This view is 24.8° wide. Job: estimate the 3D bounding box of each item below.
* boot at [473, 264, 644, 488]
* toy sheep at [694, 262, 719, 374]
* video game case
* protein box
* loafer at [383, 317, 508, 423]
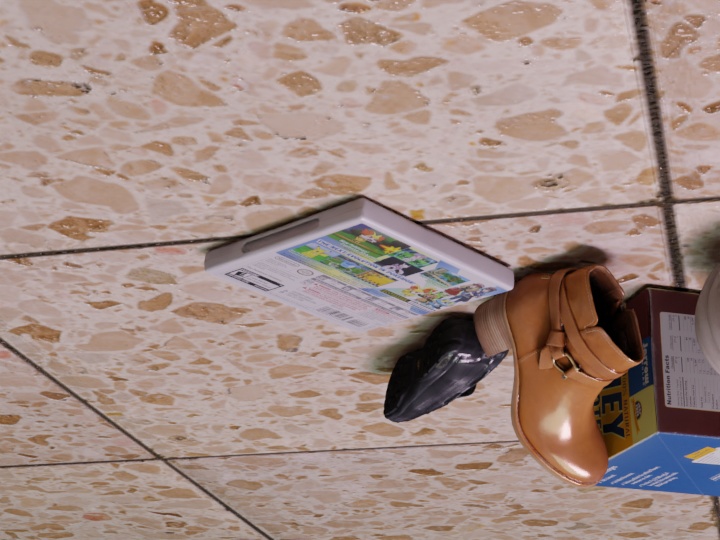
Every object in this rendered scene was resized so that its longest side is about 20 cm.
[{"bbox_3d":[0.196,0.090,1.418,0.076,0.201,0.155,-26,-178,-39],"label":"boot"},{"bbox_3d":[0.340,0.038,1.330,0.137,0.139,0.200,2,162,-2],"label":"toy sheep"},{"bbox_3d":[0.000,0.000,1.392,0.182,0.022,0.199,-17,152,39],"label":"video game case"},{"bbox_3d":[0.318,0.121,1.530,0.199,0.136,0.199,7,158,-15],"label":"protein box"},{"bbox_3d":[0.078,0.106,1.592,0.070,0.068,0.201,17,151,-15],"label":"loafer"}]
